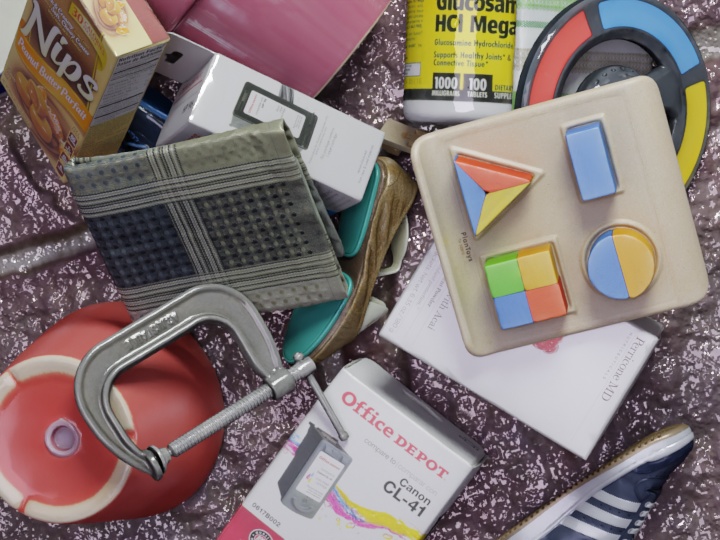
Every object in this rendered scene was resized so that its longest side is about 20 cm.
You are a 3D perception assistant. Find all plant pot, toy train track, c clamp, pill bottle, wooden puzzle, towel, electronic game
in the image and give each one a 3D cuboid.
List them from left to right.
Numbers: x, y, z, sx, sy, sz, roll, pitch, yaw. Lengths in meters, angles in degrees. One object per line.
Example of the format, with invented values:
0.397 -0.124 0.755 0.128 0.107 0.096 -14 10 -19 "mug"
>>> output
-0.233 0.133 1.615 0.200 0.177 0.201 1 94 11 "plant pot"
-0.126 0.103 1.526 0.200 0.027 0.171 -25 90 -22 "c clamp"
-0.122 -0.036 1.537 0.200 0.035 0.193 -9 129 14 "towel"
-0.079 -0.240 1.561 0.179 0.200 0.200 39 101 -9 "plant pot"
0.094 -0.221 1.553 0.112 0.112 0.200 3 93 12 "pill bottle"
0.108 -0.081 1.596 0.200 0.033 0.115 22 58 18 "toy train track"
0.156 -0.038 1.454 0.200 0.046 0.185 -15 100 7 "wooden puzzle"
0.182 -0.206 1.539 0.031 0.149 0.200 12 100 55 "towel"
0.208 -0.128 1.520 0.200 0.042 0.200 -5 100 -31 "electronic game"

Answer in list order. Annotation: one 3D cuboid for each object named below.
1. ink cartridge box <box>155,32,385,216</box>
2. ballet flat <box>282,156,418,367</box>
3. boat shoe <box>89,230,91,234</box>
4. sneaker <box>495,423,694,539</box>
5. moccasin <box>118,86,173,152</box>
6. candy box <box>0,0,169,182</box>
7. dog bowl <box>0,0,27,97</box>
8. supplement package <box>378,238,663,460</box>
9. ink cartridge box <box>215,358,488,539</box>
-0.095 -0.117 1.557 0.200 0.116 0.068 25 74 -15 "ink cartridge box"
0.000 0.000 1.614 0.068 0.072 0.200 25 96 52 "ballet flat"
-0.147 -0.001 1.638 0.202 0.075 0.086 10 79 5 "boat shoe"
0.221 0.220 1.579 0.200 0.070 0.109 -37 81 19 "sneaker"
-0.182 -0.112 1.638 0.200 0.080 0.068 36 104 8 "moccasin"
-0.231 -0.174 1.539 0.055 0.200 0.115 -25 74 -31 "candy box"
-0.363 -0.252 1.666 0.200 0.079 0.200 1 94 12 "dog bowl"
0.138 0.050 1.560 0.200 0.120 0.121 31 98 8 "supplement package"
-0.008 0.198 1.620 0.148 0.086 0.200 37 101 7 "ink cartridge box"
